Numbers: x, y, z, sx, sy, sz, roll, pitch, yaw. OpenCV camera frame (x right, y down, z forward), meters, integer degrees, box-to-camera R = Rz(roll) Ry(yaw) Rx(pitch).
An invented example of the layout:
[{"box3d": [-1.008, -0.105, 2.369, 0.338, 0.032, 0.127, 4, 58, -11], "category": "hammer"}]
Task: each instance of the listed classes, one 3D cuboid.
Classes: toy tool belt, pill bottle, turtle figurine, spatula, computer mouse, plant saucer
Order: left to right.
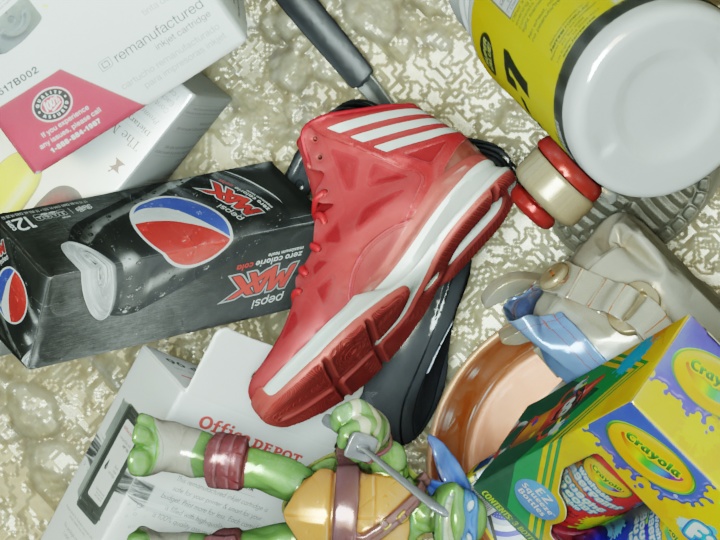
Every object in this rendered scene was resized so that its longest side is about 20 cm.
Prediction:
[{"box3d": [-0.034, 0.142, 1.545, 0.193, 0.200, 0.144, 4, 132, 8], "category": "turtle figurine"}, {"box3d": [0.000, 0.000, 1.693, 0.140, 0.046, 0.201, 26, 107, 18], "category": "computer mouse"}, {"box3d": [0.010, -0.100, 1.711, 0.056, 0.021, 0.200, -40, 84, 20], "category": "spatula"}, {"box3d": [0.128, -0.132, 1.595, 0.114, 0.200, 0.115, -10, 120, -18], "category": "pill bottle"}, {"box3d": [0.132, 0.035, 1.614, 0.123, 0.125, 0.200, -44, 99, 9], "category": "toy tool belt"}, {"box3d": [0.139, 0.117, 1.696, 0.199, 0.032, 0.201, 0, 92, 9], "category": "plant saucer"}]

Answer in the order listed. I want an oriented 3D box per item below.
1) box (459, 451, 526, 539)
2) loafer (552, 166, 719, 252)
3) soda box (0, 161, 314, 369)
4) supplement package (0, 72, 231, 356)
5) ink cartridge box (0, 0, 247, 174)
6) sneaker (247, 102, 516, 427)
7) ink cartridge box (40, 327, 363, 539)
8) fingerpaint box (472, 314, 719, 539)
[{"box3d": [0.136, 0.188, 1.649, 0.064, 0.070, 0.200, -31, 88, 8], "category": "box"}, {"box3d": [0.190, -0.083, 1.664, 0.076, 0.068, 0.200, 43, 114, -4], "category": "loafer"}, {"box3d": [-0.118, -0.005, 1.644, 0.063, 0.199, 0.071, 44, 132, 35], "category": "soda box"}, {"box3d": [-0.188, -0.059, 1.699, 0.114, 0.110, 0.200, 39, 98, 6], "category": "supplement package"}, {"box3d": [-0.174, -0.177, 1.559, 0.147, 0.086, 0.200, -31, 114, 10], "category": "ink cartridge box"}, {"box3d": [-0.014, -0.011, 1.638, 0.115, 0.078, 0.200, 41, 77, 21], "category": "sneaker"}, {"box3d": [-0.097, 0.123, 1.684, 0.116, 0.068, 0.200, 23, 101, -34], "category": "ink cartridge box"}, {"box3d": [0.185, 0.139, 1.540, 0.200, 0.167, 0.073, 44, 56, -8], "category": "fingerpaint box"}]
